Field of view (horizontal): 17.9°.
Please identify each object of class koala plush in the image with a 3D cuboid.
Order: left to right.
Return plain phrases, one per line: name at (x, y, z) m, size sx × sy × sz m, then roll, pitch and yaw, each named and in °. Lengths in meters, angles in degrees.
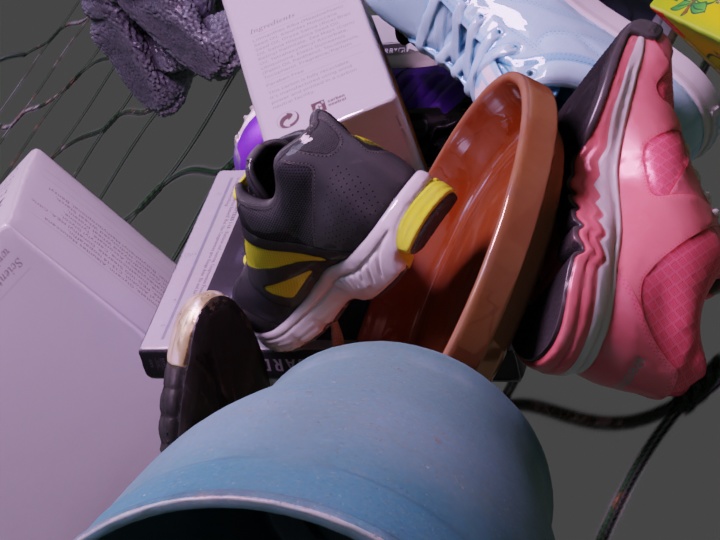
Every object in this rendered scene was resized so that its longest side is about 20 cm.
koala plush at (-0.152, -0.284, 2.137) m, size 0.200 × 0.184 × 0.177 m, roll -46°, pitch 13°, yaw -31°

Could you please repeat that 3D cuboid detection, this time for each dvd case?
dvd case at (0.000, 0.000, 1.185) m, size 0.199 × 0.025 × 0.151 m, roll -1°, pitch 40°, yaw 18°

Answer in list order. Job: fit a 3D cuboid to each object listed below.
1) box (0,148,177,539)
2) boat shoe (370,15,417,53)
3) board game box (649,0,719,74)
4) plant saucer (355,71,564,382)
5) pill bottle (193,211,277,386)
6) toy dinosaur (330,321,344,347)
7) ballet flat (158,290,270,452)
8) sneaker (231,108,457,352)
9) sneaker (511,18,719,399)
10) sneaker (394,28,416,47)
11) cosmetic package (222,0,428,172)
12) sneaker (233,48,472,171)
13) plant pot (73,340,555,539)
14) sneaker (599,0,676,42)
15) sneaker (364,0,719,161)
box at (-0.198, 0.072, 1.421) m, size 0.199 × 0.200 × 0.131 m, roll -44°, pitch 17°, yaw 16°
boat shoe at (0.053, -0.130, 1.427) m, size 0.199 × 0.063 × 0.071 m, roll 13°, pitch 94°, yaw 47°
board game box at (0.194, -0.078, 0.920) m, size 0.048 × 0.102 × 0.200 m, roll -48°, pitch 17°, yaw 4°
plant saucer at (0.042, 0.009, 1.024) m, size 0.200 × 0.032 × 0.201 m, roll -157°, pitch 90°, yaw -80°
pill bottle at (-0.049, 0.032, 1.284) m, size 0.112 × 0.112 × 0.200 m, roll -43°, pitch 19°, yaw 20°
toy dinosaur at (-0.034, 0.118, 1.079) m, size 0.200 × 0.101 × 0.058 m, roll -53°, pitch 19°, yaw -19°
ballet flat at (-0.080, 0.100, 1.128) m, size 0.066 × 0.201 × 0.057 m, roll -23°, pitch 36°, yaw -39°
sneaker at (-0.023, -0.025, 1.064) m, size 0.075 × 0.085 × 0.200 m, roll -50°, pitch 7°, yaw -26°
sneaker at (0.123, -0.023, 1.006) m, size 0.074 × 0.086 × 0.201 m, roll -53°, pitch 18°, yaw 50°
sneaker at (0.068, -0.165, 1.176) m, size 0.200 × 0.076 × 0.112 m, roll 169°, pitch 114°, yaw -70°
cosmetic package at (-0.021, -0.104, 1.198) m, size 0.071 × 0.102 × 0.201 m, roll -21°, pitch 45°, yaw 3°
sneaker at (0.028, -0.074, 1.270) m, size 0.199 × 0.070 × 0.100 m, roll -15°, pitch 35°, yaw -2°
plant pot at (-0.007, 0.128, 0.872) m, size 0.200 × 0.200 × 0.188 m, roll -40°, pitch 8°, yaw 29°
sneaker at (0.123, -0.166, 1.233) m, size 0.070 × 0.108 × 0.200 m, roll -42°, pitch 15°, yaw 51°
sneaker at (0.075, -0.102, 1.106) m, size 0.082 × 0.199 × 0.074 m, roll -44°, pitch -25°, yaw -47°
